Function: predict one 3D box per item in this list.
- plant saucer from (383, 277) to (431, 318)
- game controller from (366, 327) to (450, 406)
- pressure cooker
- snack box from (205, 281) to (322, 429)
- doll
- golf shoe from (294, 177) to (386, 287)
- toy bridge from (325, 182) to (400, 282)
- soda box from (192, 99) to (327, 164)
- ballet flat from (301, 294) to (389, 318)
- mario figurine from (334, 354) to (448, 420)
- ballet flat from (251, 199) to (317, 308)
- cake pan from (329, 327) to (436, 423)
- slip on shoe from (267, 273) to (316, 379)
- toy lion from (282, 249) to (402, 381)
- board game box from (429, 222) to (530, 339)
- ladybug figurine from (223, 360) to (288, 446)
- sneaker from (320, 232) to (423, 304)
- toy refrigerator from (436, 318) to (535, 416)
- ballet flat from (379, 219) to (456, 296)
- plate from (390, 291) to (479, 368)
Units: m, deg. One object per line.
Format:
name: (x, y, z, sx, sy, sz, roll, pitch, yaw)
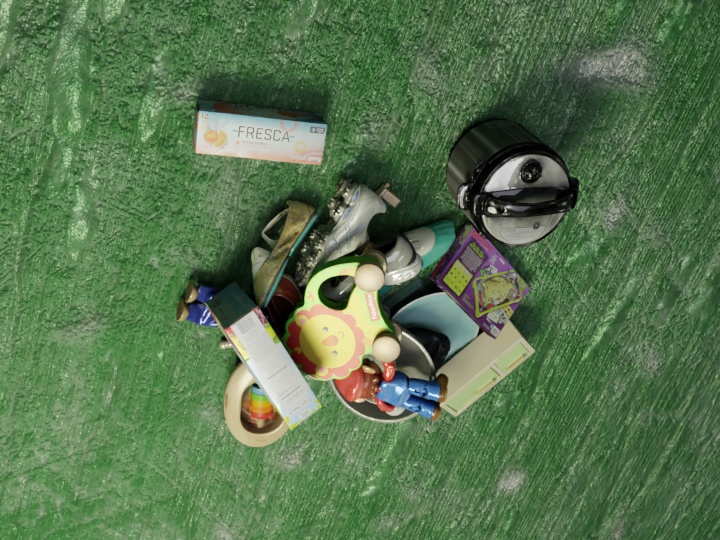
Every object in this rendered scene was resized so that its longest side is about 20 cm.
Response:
plant saucer: (0.046, 0.097, 1.481, 0.199, 0.019, 0.070, -36, 120, 4)
game controller: (0.086, 0.189, 1.499, 0.103, 0.042, 0.201, 19, 118, -16)
pressure cooker: (0.240, -0.136, 1.308, 0.176, 0.200, 0.179, -42, 120, 8)
snack box: (-0.156, 0.132, 1.292, 0.067, 0.168, 0.201, -35, 111, -10)
doll: (-0.212, 0.083, 1.388, 0.198, 0.049, 0.137, 20, 115, -27)
golf shoe: (-0.031, -0.046, 1.327, 0.097, 0.079, 0.201, 25, 110, -27)
toy bridge: (-0.018, -0.072, 1.372, 0.067, 0.027, 0.200, 35, 105, -26)
soda box: (-0.155, -0.212, 1.244, 0.197, 0.064, 0.069, 3, 116, -17)
ballet flat: (-0.040, 0.069, 1.401, 0.198, 0.071, 0.070, 7, 123, 24)
mario figurine: (0.049, 0.184, 1.401, 0.198, 0.106, 0.125, 17, 83, -5)
ballet flat: (-0.136, -0.032, 1.292, 0.071, 0.070, 0.201, 45, 56, -29)
cake pan: (0.039, 0.178, 1.450, 0.197, 0.037, 0.203, 5, 115, 12)
slip on shoe: (-0.107, 0.104, 1.368, 0.073, 0.061, 0.202, -15, 112, 23)
toy lion: (-0.036, 0.080, 1.299, 0.189, 0.069, 0.202, -9, 113, 10)
board game box: (0.216, 0.021, 1.446, 0.120, 0.032, 0.200, -51, 126, -5)
ladybug figurine: (-0.178, 0.220, 1.453, 0.134, 0.072, 0.202, 3, 116, -17)
sneaker: (0.000, 0.000, 1.332, 0.198, 0.074, 0.080, -26, 117, 8)
toy refrigerator: (0.226, 0.183, 1.530, 0.200, 0.070, 0.076, -41, 140, 7)
ballet flat: (0.076, -0.026, 1.391, 0.199, 0.068, 0.070, -37, 147, 7)
plate: (0.124, 0.114, 1.492, 0.198, 0.026, 0.202, -12, 129, -15)
